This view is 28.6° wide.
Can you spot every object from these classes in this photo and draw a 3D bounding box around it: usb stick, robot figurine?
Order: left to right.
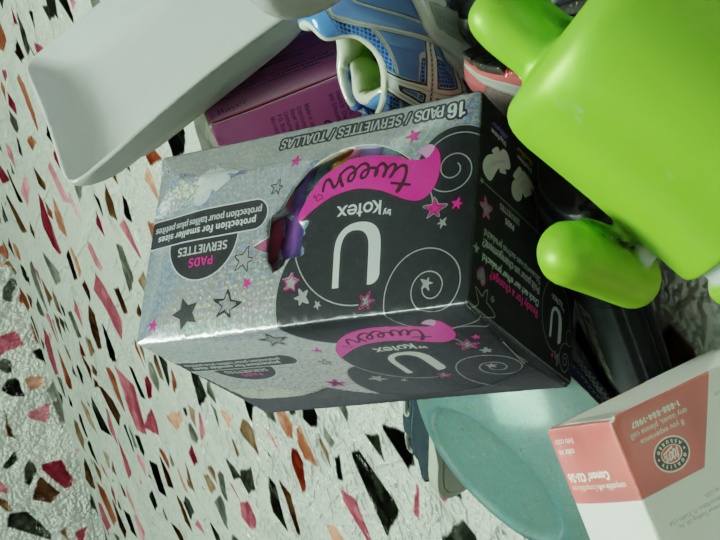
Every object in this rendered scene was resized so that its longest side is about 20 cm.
[{"bbox_3d":[0.135,0.030,0.734,0.055,0.032,0.201,44,166,49],"label":"usb stick"},{"bbox_3d":[0.139,-0.064,0.561,0.199,0.176,0.116,39,-161,1],"label":"robot figurine"}]

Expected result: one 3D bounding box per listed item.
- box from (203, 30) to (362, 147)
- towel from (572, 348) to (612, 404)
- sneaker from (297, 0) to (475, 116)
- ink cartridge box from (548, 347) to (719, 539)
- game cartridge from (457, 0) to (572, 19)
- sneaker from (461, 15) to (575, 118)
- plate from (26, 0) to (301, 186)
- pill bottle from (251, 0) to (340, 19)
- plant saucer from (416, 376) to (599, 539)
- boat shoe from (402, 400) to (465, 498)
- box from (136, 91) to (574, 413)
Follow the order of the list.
[{"bbox_3d":[-0.046,-0.084,0.945,0.201,0.096,0.177,-116,6,-55],"label":"box"},{"bbox_3d":[0.116,0.096,0.871,0.145,0.024,0.201,53,165,33],"label":"towel"},{"bbox_3d":[0.030,-0.108,0.816,0.076,0.077,0.201,32,163,52],"label":"sneaker"},{"bbox_3d":[0.186,0.147,0.683,0.202,0.115,0.067,69,157,2],"label":"ink cartridge box"},{"bbox_3d":[0.071,-0.202,0.752,0.200,0.041,0.135,13,125,64],"label":"game cartridge"},{"bbox_3d":[0.115,-0.070,0.715,0.200,0.073,0.088,34,141,55],"label":"sneaker"},{"bbox_3d":[-0.111,-0.145,0.873,0.032,0.199,0.200,51,-178,-35],"label":"plate"},{"bbox_3d":[-0.073,-0.232,0.717,0.200,0.112,0.113,46,151,18],"label":"pill bottle"},{"bbox_3d":[0.091,0.109,0.832,0.201,0.039,0.202,41,159,20],"label":"plant saucer"},{"bbox_3d":[0.058,0.072,0.975,0.062,0.074,0.201,40,151,36],"label":"boat shoe"},{"bbox_3d":[0.000,0.000,0.747,0.198,0.132,0.116,-9,65,30],"label":"box"}]
